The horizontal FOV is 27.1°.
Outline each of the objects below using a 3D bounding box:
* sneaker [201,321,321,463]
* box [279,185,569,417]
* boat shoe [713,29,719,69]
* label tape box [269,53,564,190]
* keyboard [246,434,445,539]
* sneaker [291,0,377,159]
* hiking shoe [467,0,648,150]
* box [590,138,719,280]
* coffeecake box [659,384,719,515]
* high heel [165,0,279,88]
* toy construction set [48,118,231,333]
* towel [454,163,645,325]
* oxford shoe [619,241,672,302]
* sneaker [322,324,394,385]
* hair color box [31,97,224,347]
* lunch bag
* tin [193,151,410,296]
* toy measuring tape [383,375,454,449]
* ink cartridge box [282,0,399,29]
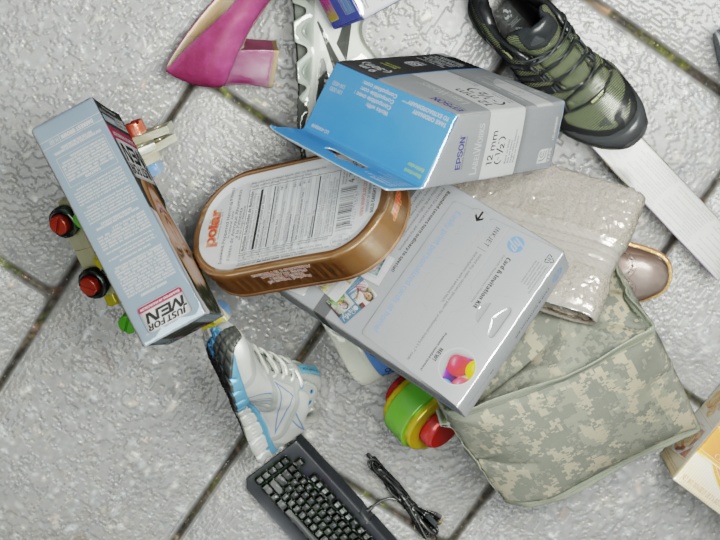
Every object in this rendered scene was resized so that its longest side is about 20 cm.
[{"bbox_3d":[-0.082,0.095,1.334,0.087,0.200,0.075,-24,59,-5],"label":"sneaker"},{"bbox_3d":[0.048,0.003,1.247,0.200,0.041,0.156,32,82,24],"label":"box"},{"bbox_3d":[0.368,-0.125,1.315,0.066,0.072,0.200,-17,94,9],"label":"boat shoe"},{"bbox_3d":[0.048,-0.126,1.226,0.143,0.200,0.066,30,117,39],"label":"label tape box"},{"bbox_3d":[-0.002,0.238,1.425,0.127,0.021,0.200,-40,100,9],"label":"keyboard"},{"bbox_3d":[-0.012,-0.148,1.310,0.088,0.074,0.200,-2,103,3],"label":"sneaker"},{"bbox_3d":[0.159,-0.177,1.266,0.200,0.101,0.076,44,99,11],"label":"hiking shoe"},{"bbox_3d":[0.266,-0.077,1.340,0.200,0.039,0.041,44,101,-8],"label":"box"},{"bbox_3d":[0.402,0.149,1.372,0.154,0.073,0.200,37,100,-6],"label":"coffeecake box"},{"bbox_3d":[-0.112,-0.255,1.292,0.096,0.067,0.200,5,116,-11],"label":"high heel"},{"bbox_3d":[-0.197,-0.031,1.330,0.131,0.092,0.200,-13,95,29],"label":"toy construction set"},{"bbox_3d":[0.133,-0.040,1.288,0.200,0.034,0.133,18,69,21],"label":"towel"},{"bbox_3d":[0.184,0.011,1.343,0.200,0.073,0.071,-3,102,1],"label":"oxford shoe"},{"bbox_3d":[0.000,0.000,1.340,0.111,0.077,0.200,-29,105,13],"label":"sneaker"},{"bbox_3d":[-0.191,-0.037,1.242,0.061,0.099,0.200,-28,87,3],"label":"hair color box"},{"bbox_3d":[0.174,0.109,1.318,0.200,0.118,0.164,-29,133,6],"label":"lunch bag"},{"bbox_3d":[-0.053,-0.042,1.251,0.200,0.112,0.042,-10,142,29],"label":"tin"},{"bbox_3d":[0.052,0.105,1.329,0.074,0.074,0.200,-6,144,2],"label":"toy measuring tape"},{"bbox_3d":[0.014,-0.292,1.240,0.200,0.076,0.136,-31,101,-19],"label":"ink cartridge box"}]
